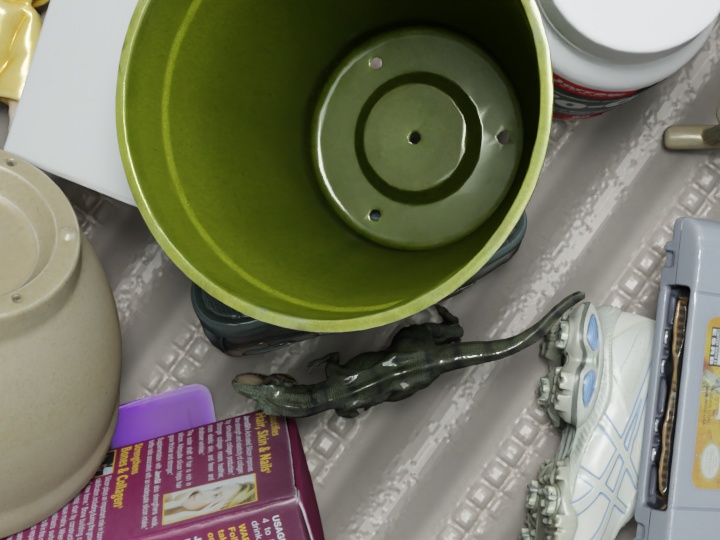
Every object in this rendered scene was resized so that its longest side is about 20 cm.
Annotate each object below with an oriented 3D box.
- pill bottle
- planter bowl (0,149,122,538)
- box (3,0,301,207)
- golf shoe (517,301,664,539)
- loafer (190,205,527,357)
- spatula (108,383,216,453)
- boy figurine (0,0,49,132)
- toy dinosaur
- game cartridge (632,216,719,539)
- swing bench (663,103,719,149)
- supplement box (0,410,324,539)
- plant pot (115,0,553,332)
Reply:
[{"bbox_3d":[0.128,-0.147,0.767,0.113,0.200,0.115,0,90,-1],"label":"pill bottle"},{"bbox_3d":[-0.213,0.020,0.740,0.198,0.135,0.201,11,46,-12],"label":"planter bowl"},{"bbox_3d":[-0.091,-0.136,0.777,0.097,0.124,0.202,21,96,25],"label":"box"},{"bbox_3d":[0.147,0.122,0.832,0.096,0.078,0.202,8,90,-7],"label":"golf shoe"},{"bbox_3d":[0.000,0.000,0.843,0.198,0.063,0.072,-16,59,-5],"label":"loafer"},{"bbox_3d":[-0.182,0.111,0.846,0.198,0.021,0.057,-10,101,0],"label":"spatula"},{"bbox_3d":[-0.228,-0.125,0.827,0.124,0.064,0.200,39,92,2],"label":"boy figurine"},{"bbox_3d":[0.028,0.051,0.820,0.198,0.088,0.048,-18,90,-2],"label":"toy dinosaur"},{"bbox_3d":[0.224,0.077,0.826,0.132,0.041,0.202,7,89,-24],"label":"game cartridge"},{"bbox_3d":[0.282,-0.171,0.808,0.198,0.130,0.201,0,89,-2],"label":"swing bench"},{"bbox_3d":[-0.119,0.165,0.786,0.198,0.131,0.104,-14,107,-1],"label":"supplement box"},{"bbox_3d":[0.009,-0.075,0.716,0.198,0.193,0.203,0,91,15],"label":"plant pot"}]
